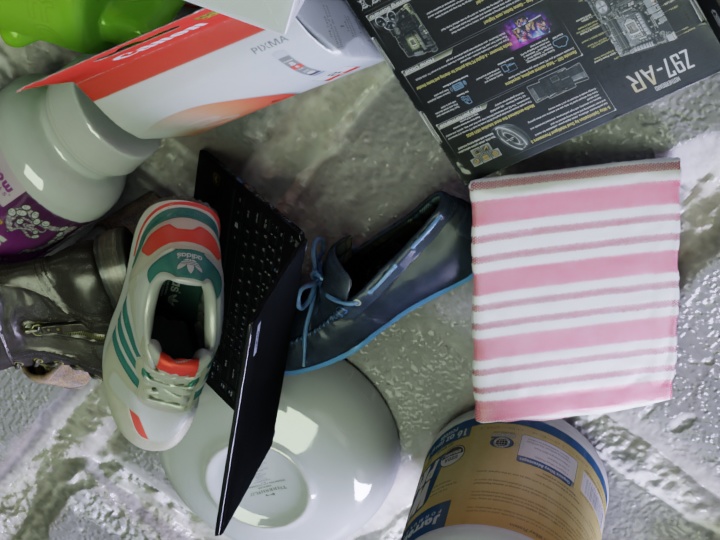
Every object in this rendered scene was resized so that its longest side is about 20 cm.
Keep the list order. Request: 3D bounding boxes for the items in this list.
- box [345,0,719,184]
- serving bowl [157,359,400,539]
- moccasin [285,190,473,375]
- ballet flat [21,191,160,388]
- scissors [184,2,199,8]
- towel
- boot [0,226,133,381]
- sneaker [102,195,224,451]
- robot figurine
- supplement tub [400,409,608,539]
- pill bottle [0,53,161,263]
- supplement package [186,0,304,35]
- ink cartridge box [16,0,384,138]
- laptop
[{"bbox_3d":[0.112,-0.162,1.098,0.199,0.044,0.161,-24,114,28],"label":"box"},{"bbox_3d":[-0.072,0.146,1.346,0.198,0.066,0.201,7,124,11],"label":"serving bowl"},{"bbox_3d":[0.000,0.000,1.225,0.199,0.081,0.068,-34,126,20],"label":"moccasin"},{"bbox_3d":[-0.203,0.020,1.287,0.067,0.068,0.201,3,134,-33],"label":"ballet flat"},{"bbox_3d":[-0.176,-0.244,1.142,0.199,0.014,0.073,30,128,-7],"label":"scissors"},{"bbox_3d":[0.146,0.015,1.194,0.145,0.030,0.201,-6,121,-5],"label":"towel"},{"bbox_3d":[-0.226,0.052,1.235,0.173,0.069,0.201,-12,127,4],"label":"boot"},{"bbox_3d":[-0.131,0.055,1.147,0.070,0.094,0.201,7,123,-12],"label":"sneaker"},{"bbox_3d":[-0.207,-0.209,1.100,0.199,0.116,0.176,19,147,15],"label":"robot figurine"},{"bbox_3d":[0.099,0.209,1.256,0.143,0.200,0.146,7,125,11],"label":"supplement tub"},{"bbox_3d":[-0.236,-0.068,1.219,0.199,0.113,0.112,-31,111,31],"label":"pill bottle"},{"bbox_3d":[-0.056,-0.241,0.995,0.109,0.200,0.114,20,126,1],"label":"supplement package"},{"bbox_3d":[-0.093,-0.124,1.090,0.161,0.200,0.050,-18,92,25],"label":"ink cartridge box"},{"bbox_3d":[-0.103,0.046,1.195,0.200,0.103,0.178,40,131,38],"label":"laptop"}]
